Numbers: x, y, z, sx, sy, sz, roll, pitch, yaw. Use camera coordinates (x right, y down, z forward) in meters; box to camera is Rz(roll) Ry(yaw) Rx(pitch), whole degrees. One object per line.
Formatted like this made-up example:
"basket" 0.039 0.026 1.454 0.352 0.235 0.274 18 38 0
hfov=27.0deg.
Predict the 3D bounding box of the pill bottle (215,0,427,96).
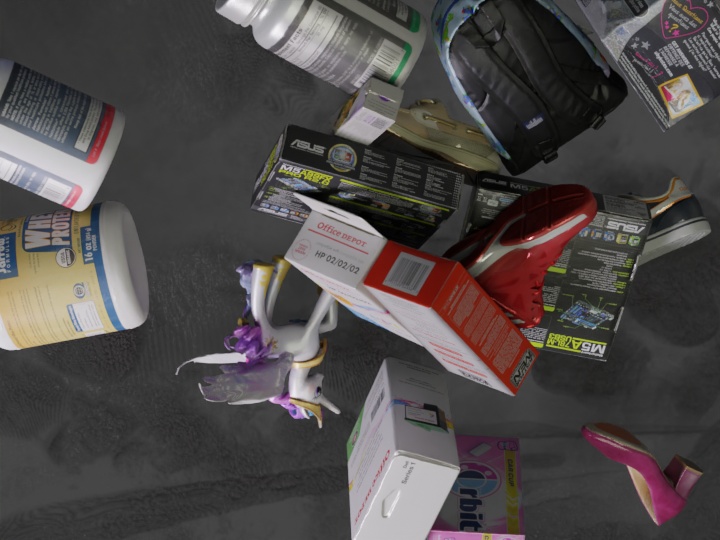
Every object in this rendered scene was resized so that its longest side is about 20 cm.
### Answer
"pill bottle" -0.041 -0.262 1.556 0.200 0.113 0.113 28 114 -19

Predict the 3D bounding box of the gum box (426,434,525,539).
"gum box" 0.139 0.280 1.842 0.113 0.200 0.066 2 121 2

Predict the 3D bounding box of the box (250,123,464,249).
"box" -0.007 -0.085 1.638 0.200 0.044 0.160 15 159 -11

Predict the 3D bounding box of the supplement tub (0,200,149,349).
"supplement tub" -0.346 0.008 1.668 0.200 0.145 0.145 -11 120 1

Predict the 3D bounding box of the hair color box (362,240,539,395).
"hair color box" 0.099 0.052 1.600 0.061 0.101 0.200 -58 137 -14

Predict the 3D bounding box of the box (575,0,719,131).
"box" 0.301 -0.259 1.538 0.115 0.200 0.132 -34 117 12

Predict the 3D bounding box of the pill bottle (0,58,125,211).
"pill bottle" -0.362 -0.154 1.587 0.200 0.120 0.120 24 115 -18

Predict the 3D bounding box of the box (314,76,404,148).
"box" -0.014 -0.147 1.598 0.041 0.039 0.200 23 157 -15

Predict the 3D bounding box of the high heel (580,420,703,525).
"high heel" 0.342 0.260 1.921 0.200 0.067 0.096 24 105 -32

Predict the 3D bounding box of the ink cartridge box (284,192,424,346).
"ink cartridge box" 0.000 0.000 1.641 0.200 0.115 0.068 40 76 -48

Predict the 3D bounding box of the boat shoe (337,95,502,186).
"boat shoe" 0.070 -0.156 1.661 0.200 0.072 0.065 21 75 -16

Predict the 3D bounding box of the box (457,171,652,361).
"box" 0.205 -0.002 1.686 0.200 0.048 0.193 10 123 -3

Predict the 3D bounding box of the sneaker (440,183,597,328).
"sneaker" 0.190 -0.011 1.623 0.200 0.078 0.116 -27 124 32

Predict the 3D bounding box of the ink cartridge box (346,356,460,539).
"ink cartridge box" 0.048 0.222 1.794 0.084 0.200 0.145 17 117 -12

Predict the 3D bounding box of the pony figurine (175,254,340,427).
"pony figurine" -0.104 0.086 1.745 0.193 0.167 0.200 4 104 -20

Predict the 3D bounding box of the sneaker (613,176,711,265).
"sneaker" 0.302 -0.041 1.740 0.200 0.078 0.079 -26 76 24

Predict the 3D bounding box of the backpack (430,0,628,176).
"backpack" 0.160 -0.226 1.590 0.163 0.154 0.200 -37 137 16
